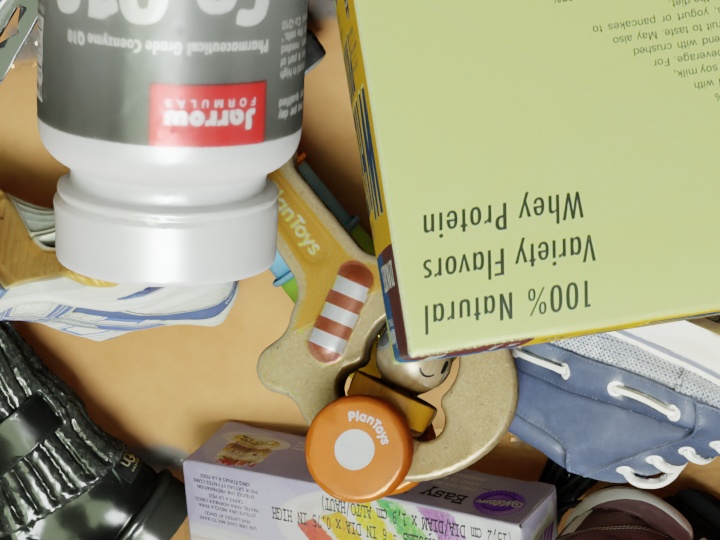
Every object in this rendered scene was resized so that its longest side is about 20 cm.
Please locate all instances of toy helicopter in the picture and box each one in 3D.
[{"bbox_3d":[0.000,0.000,0.956,0.132,0.079,0.200,-38,80,8],"label":"toy helicopter"}]

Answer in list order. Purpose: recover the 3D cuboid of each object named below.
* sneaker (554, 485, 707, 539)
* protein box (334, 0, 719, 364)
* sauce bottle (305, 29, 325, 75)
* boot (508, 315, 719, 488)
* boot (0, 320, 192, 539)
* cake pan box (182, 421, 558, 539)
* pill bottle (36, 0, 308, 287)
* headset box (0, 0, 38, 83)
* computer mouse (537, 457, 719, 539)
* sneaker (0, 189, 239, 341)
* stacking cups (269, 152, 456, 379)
[{"bbox_3d":[0.156,0.181,0.946,0.200,0.115,0.076,30,118,23],"label":"sneaker"},{"bbox_3d":[0.096,-0.076,0.851,0.198,0.135,0.201,-9,87,-2],"label":"protein box"},{"bbox_3d":[-0.091,-0.167,0.970,0.065,0.065,0.200,-31,100,24],"label":"sauce bottle"},{"bbox_3d":[0.151,0.063,0.948,0.200,0.073,0.091,26,112,24],"label":"boot"},{"bbox_3d":[-0.204,0.135,1.109,0.158,0.079,0.211,39,105,-9],"label":"boot"},{"bbox_3d":[0.011,0.183,1.065,0.199,0.052,0.185,9,116,27],"label":"cake pan box"},{"bbox_3d":[-0.078,-0.101,0.885,0.113,0.114,0.201,6,106,13],"label":"pill bottle"},{"bbox_3d":[-0.226,-0.161,0.935,0.200,0.077,0.149,36,108,8],"label":"headset box"},{"bbox_3d":[0.151,0.171,1.044,0.200,0.046,0.141,38,114,-1],"label":"computer mouse"},{"bbox_3d":[-0.157,0.006,1.043,0.199,0.076,0.088,1,151,16],"label":"sneaker"},{"bbox_3d":[-0.031,-0.026,1.019,0.060,0.061,0.200,-35,93,24],"label":"stacking cups"}]
